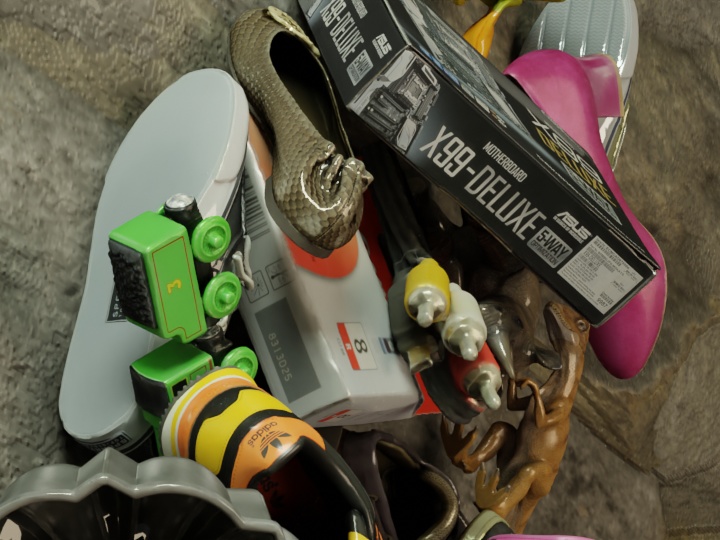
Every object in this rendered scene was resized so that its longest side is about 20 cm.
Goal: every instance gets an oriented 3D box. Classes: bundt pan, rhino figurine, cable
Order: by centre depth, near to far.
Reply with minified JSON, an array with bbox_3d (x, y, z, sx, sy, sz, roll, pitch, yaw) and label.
[{"bbox_3d":[-0.103,0.164,1.293,0.076,0.202,0.202,-95,169,-67],"label":"bundt pan"},{"bbox_3d":[0.042,0.004,1.552,0.097,0.050,0.200,55,17,-32],"label":"cable"},{"bbox_3d":[0.070,0.009,1.655,0.200,0.060,0.087,-107,172,-61],"label":"rhino figurine"}]

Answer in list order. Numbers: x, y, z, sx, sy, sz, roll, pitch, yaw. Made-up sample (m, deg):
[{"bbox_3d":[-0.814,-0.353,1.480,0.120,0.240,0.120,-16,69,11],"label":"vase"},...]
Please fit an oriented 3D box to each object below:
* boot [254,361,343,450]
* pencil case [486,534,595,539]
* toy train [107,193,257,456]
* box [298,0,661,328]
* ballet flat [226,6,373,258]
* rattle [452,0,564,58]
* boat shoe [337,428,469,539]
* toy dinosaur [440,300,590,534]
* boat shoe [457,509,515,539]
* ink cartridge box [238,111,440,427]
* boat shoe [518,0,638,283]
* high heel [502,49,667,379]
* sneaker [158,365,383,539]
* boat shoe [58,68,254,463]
[{"bbox_3d":[-0.062,0.124,1.498,0.200,0.074,0.075,-66,171,-46],"label":"boot"},{"bbox_3d":[0.079,0.237,1.545,0.091,0.094,0.200,46,54,-52],"label":"pencil case"},{"bbox_3d":[-0.077,0.058,1.373,0.056,0.042,0.200,-31,126,-33],"label":"toy train"},{"bbox_3d":[0.061,-0.075,1.584,0.200,0.050,0.158,40,13,-26],"label":"box"},{"bbox_3d":[-0.026,-0.079,1.473,0.067,0.046,0.200,33,23,-26],"label":"ballet flat"},{"bbox_3d":[0.024,-0.200,1.691,0.200,0.143,0.130,39,21,-34],"label":"rattle"},{"bbox_3d":[0.024,0.136,1.621,0.200,0.065,0.072,43,49,-52],"label":"boat shoe"},{"bbox_3d":[0.093,0.120,1.695,0.106,0.060,0.200,0,113,-49],"label":"toy dinosaur"},{"bbox_3d":[0.090,0.211,1.675,0.072,0.066,0.201,-49,150,-28],"label":"boat shoe"},{"bbox_3d":[0.000,0.000,1.556,0.200,0.050,0.162,-2,67,-57],"label":"ink cartridge box"},{"bbox_3d":[0.130,-0.086,1.839,0.062,0.072,0.200,40,63,-66],"label":"boat shoe"},{"bbox_3d":[0.126,-0.031,1.732,0.096,0.067,0.200,-11,99,-49],"label":"high heel"},{"bbox_3d":[-0.019,0.135,1.362,0.070,0.090,0.200,-41,125,-14],"label":"sneaker"},{"bbox_3d":[-0.086,0.002,1.434,0.068,0.074,0.199,36,57,-48],"label":"boat shoe"}]
